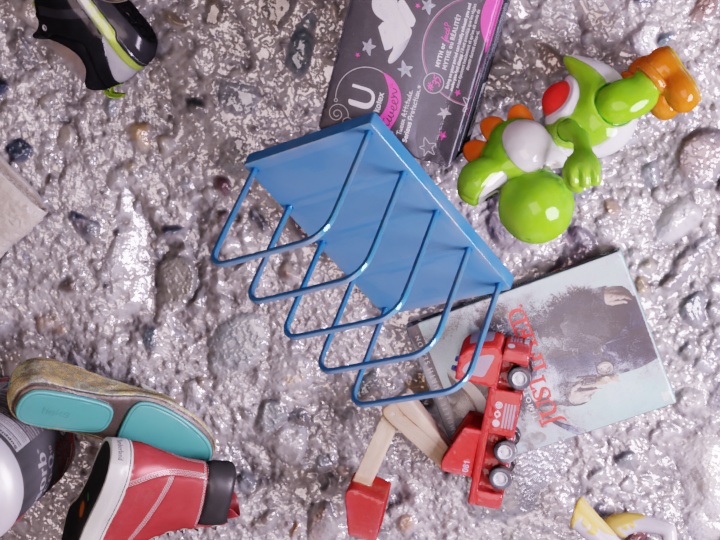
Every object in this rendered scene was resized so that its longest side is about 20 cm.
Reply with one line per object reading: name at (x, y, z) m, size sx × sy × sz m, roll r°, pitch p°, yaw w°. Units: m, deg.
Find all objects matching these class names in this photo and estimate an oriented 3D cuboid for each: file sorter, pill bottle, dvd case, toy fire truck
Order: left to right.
pill bottle at (-0.335, 0.174, 1.201) m, size 0.115 × 0.200 × 0.117 m, roll 2°, pitch 102°, yaw 8°
file sorter at (0.000, 0.000, 1.091) m, size 0.138 × 0.123 × 0.200 m, roll -14°, pitch 131°, yaw 39°
toy fire truck at (0.067, 0.143, 1.192) m, size 0.140 × 0.049 × 0.201 m, roll 11°, pitch 104°, yaw 8°
dvd case at (0.156, 0.080, 1.200) m, size 0.199 × 0.022 × 0.147 m, roll -19°, pitch 98°, yaw 14°

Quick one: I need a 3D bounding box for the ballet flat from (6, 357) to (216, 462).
ballet flat at (-0.221, 0.123, 1.235) m, size 0.199 × 0.071 × 0.071 m, roll 20°, pitch 106°, yaw -28°

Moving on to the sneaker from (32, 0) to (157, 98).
sneaker at (-0.260, -0.234, 1.171) m, size 0.083 × 0.072 × 0.200 m, roll -38°, pitch 94°, yaw 16°

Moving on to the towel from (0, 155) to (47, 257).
towel at (-0.393, -0.079, 1.244) m, size 0.200 × 0.034 × 0.133 m, roll 45°, pitch 106°, yaw -3°

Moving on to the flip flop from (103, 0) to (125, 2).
flip flop at (-0.149, -0.295, 1.143) m, size 0.200 × 0.058 × 0.081 m, roll -45°, pitch 82°, yaw -4°

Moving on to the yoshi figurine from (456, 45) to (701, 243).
yoshi figurine at (0.177, -0.090, 1.102) m, size 0.199 × 0.112 × 0.113 m, roll -30°, pitch 132°, yaw -2°

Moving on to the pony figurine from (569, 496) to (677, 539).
pony figurine at (0.261, 0.307, 1.179) m, size 0.199 × 0.166 × 0.194 m, roll 19°, pitch 97°, yaw 20°

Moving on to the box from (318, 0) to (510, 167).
box at (0.053, -0.201, 1.100) m, size 0.114 × 0.132 × 0.201 m, roll 18°, pitch 105°, yaw 7°

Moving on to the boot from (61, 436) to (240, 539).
boot at (-0.193, 0.237, 1.262) m, size 0.144 × 0.073 × 0.200 m, roll 14°, pitch 131°, yaw -24°
